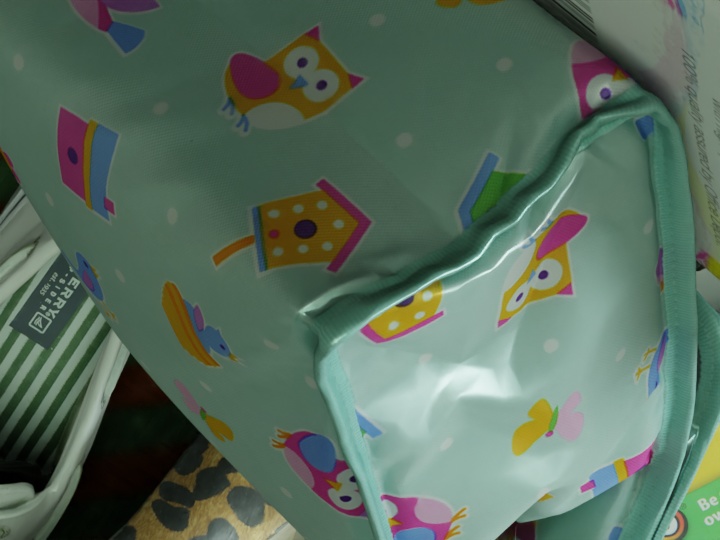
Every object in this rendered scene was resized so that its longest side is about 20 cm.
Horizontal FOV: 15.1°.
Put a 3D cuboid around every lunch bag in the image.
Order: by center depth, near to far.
[{"bbox_3d":[0.000,0.000,0.688,0.122,0.170,0.200,-39,145,-14],"label":"lunch bag"}]

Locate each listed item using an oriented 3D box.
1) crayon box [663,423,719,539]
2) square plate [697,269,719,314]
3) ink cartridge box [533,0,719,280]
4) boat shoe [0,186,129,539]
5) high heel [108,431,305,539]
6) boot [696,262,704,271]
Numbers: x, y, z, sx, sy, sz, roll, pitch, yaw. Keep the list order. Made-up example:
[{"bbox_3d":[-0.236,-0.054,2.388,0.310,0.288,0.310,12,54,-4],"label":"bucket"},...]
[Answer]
[{"bbox_3d":[0.127,0.077,0.792,0.200,0.058,0.119,-28,109,14],"label":"crayon box"},{"bbox_3d":[0.109,0.031,0.820,0.200,0.028,0.198,-12,112,8],"label":"square plate"},{"bbox_3d":[0.104,-0.054,0.619,0.086,0.148,0.200,-43,63,-12],"label":"ink cartridge box"},{"bbox_3d":[-0.119,0.051,0.819,0.073,0.067,0.200,24,113,-7],"label":"boat shoe"},{"bbox_3d":[-0.086,0.086,0.796,0.200,0.143,0.071,-2,151,-7],"label":"high heel"},{"bbox_3d":[0.142,-0.024,0.724,0.138,0.077,0.200,-46,63,9],"label":"boot"}]
